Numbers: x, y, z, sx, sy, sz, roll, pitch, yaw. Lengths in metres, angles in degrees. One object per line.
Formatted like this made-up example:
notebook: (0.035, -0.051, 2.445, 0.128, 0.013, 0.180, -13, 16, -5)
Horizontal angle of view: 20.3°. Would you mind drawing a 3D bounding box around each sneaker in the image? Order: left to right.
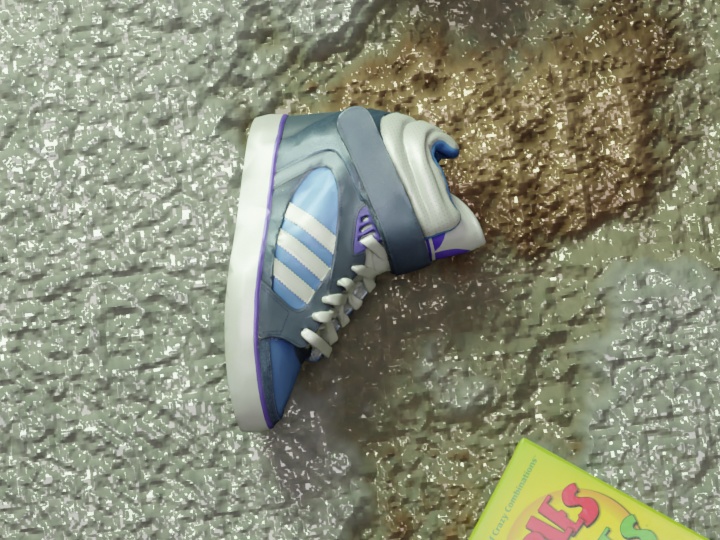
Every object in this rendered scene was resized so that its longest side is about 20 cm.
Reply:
sneaker: (0.000, 0.000, 1.197, 0.146, 0.081, 0.201, 3, 76, 6)

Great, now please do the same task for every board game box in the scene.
board game box: (0.159, 0.192, 1.180, 0.199, 0.048, 0.102, 28, 83, 6)
